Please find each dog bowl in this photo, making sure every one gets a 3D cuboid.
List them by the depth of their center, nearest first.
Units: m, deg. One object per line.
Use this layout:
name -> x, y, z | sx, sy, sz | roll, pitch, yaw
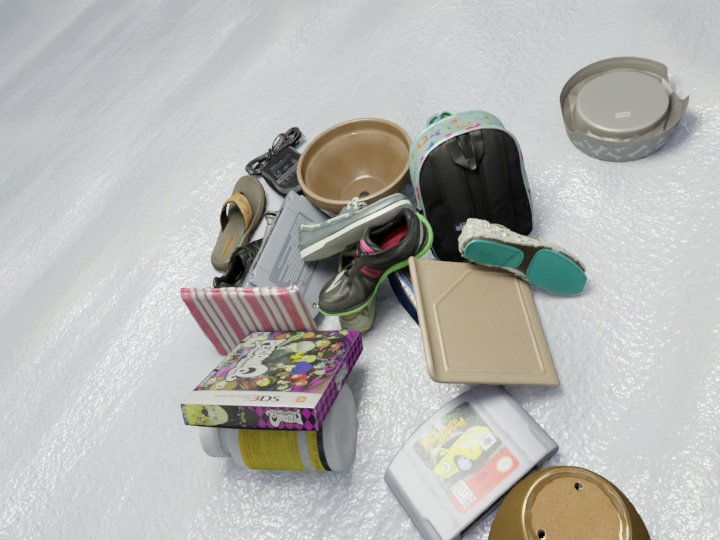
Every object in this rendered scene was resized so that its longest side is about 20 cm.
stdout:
dog bowl -> 0.431, -0.266, 0.972 | 0.195, 0.059, 0.204 | -9, 54, 13

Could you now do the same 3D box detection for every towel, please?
towel -> -0.157, 0.074, 0.875 | 0.195, 0.148, 0.030 | -1, 47, 17

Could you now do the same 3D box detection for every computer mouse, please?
computer mouse -> -0.130, -0.188, 1.113 | 0.138, 0.053, 0.200 | -39, 42, -4

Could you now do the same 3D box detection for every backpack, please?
backpack -> 0.160, -0.134, 0.881 | 0.173, 0.203, 0.152 | -18, 37, 6

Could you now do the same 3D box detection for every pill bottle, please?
pill bottle -> -0.111, 0.209, 0.786 | 0.195, 0.112, 0.114 | -5, 54, 15

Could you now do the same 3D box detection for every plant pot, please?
plant pot -> 0.207, 0.273, 0.580 | 0.182, 0.202, 0.190 | -9, 52, 12
plant pot -> -0.001, -0.155, 0.987 | 0.195, 0.094, 0.204 | -8, 50, 10

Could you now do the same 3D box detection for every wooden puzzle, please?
wooden puzzle -> 0.162, 0.070, 0.792 | 0.195, 0.038, 0.188 | 7, 52, -18

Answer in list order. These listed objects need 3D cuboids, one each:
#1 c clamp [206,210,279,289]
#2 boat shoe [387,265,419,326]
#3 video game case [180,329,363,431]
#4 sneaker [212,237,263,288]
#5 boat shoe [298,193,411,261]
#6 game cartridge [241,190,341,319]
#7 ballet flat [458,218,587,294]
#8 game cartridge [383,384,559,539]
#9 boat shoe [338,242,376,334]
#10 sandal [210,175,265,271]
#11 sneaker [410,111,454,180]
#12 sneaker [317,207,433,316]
c clamp -> -0.134, -0.020, 0.939 | 0.027, 0.168, 0.204 | -35, 34, 52
boat shoe -> 0.104, 0.041, 0.866 | 0.071, 0.073, 0.202 | -29, 62, -10
video game case -> -0.105, 0.135, 0.762 | 0.177, 0.037, 0.200 | -2, 19, 18
sneaker -> -0.165, -0.017, 0.975 | 0.075, 0.092, 0.201 | 20, 63, 35
boat shoe -> -0.016, -0.076, 0.869 | 0.197, 0.072, 0.063 | -25, 73, 29
game cartridge -> -0.097, -0.013, 0.930 | 0.040, 0.132, 0.203 | -32, 31, 51
ballet flat -> 0.231, -0.029, 0.828 | 0.196, 0.072, 0.073 | 19, 57, -9
game cartridge -> 0.131, 0.236, 0.736 | 0.198, 0.041, 0.133 | -37, 49, -9
boat shoe -> 0.000, 0.000, 0.924 | 0.071, 0.063, 0.204 | -4, 56, 11
sandal -> -0.231, -0.096, 1.072 | 0.080, 0.055, 0.204 | 4, 61, 26
sneaker -> 0.110, -0.219, 1.000 | 0.196, 0.132, 0.081 | 10, 60, 25
sneaker -> 0.010, -0.017, 0.831 | 0.199, 0.084, 0.077 | -42, 45, 2
